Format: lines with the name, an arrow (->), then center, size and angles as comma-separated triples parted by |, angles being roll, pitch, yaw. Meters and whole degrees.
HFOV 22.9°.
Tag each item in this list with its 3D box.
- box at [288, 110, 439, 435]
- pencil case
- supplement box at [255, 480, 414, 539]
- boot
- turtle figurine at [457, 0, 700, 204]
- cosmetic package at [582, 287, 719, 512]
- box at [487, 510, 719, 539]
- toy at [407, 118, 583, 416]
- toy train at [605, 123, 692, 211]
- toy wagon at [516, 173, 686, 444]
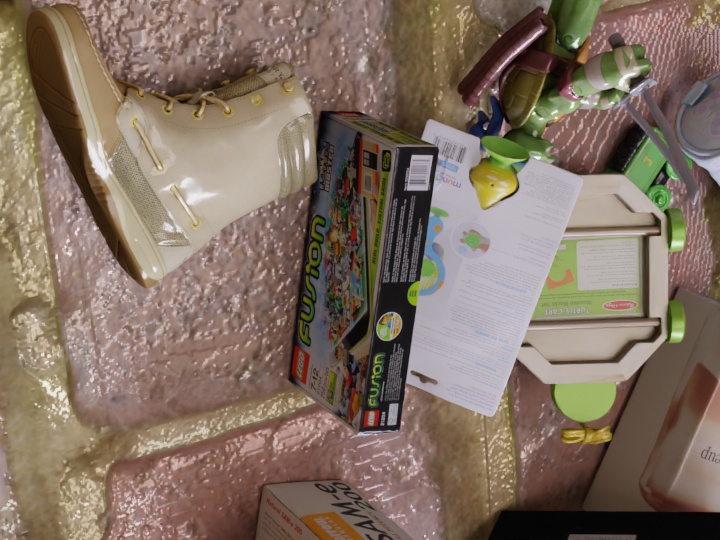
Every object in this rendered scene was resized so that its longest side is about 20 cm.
box -> 0.000, 0.000, 1.222 | 0.035, 0.110, 0.201 | -1, 107, -29
pencil case -> 0.323, -0.074, 1.386 | 0.200, 0.091, 0.083 | 39, 77, -38
supplement box -> -0.028, 0.268, 1.288 | 0.073, 0.126, 0.201 | 1, 107, -29
boot -> -0.115, -0.106, 1.141 | 0.155, 0.073, 0.200 | -31, 121, -17
turtle figurine -> 0.182, -0.155, 1.254 | 0.144, 0.200, 0.195 | -5, 105, -59
cosmetic package -> 0.276, 0.128, 1.439 | 0.103, 0.087, 0.200 | 18, 97, -34
box -> 0.206, 0.288, 1.376 | 0.104, 0.199, 0.183 | -57, 135, -50
toy -> 0.075, -0.005, 1.270 | 0.115, 0.047, 0.200 | 21, 119, 6
toy train -> 0.182, -0.023, 1.363 | 0.056, 0.042, 0.200 | 34, 88, -24
toy wagon -> 0.163, 0.029, 1.327 | 0.155, 0.040, 0.201 | -2, 96, -4
